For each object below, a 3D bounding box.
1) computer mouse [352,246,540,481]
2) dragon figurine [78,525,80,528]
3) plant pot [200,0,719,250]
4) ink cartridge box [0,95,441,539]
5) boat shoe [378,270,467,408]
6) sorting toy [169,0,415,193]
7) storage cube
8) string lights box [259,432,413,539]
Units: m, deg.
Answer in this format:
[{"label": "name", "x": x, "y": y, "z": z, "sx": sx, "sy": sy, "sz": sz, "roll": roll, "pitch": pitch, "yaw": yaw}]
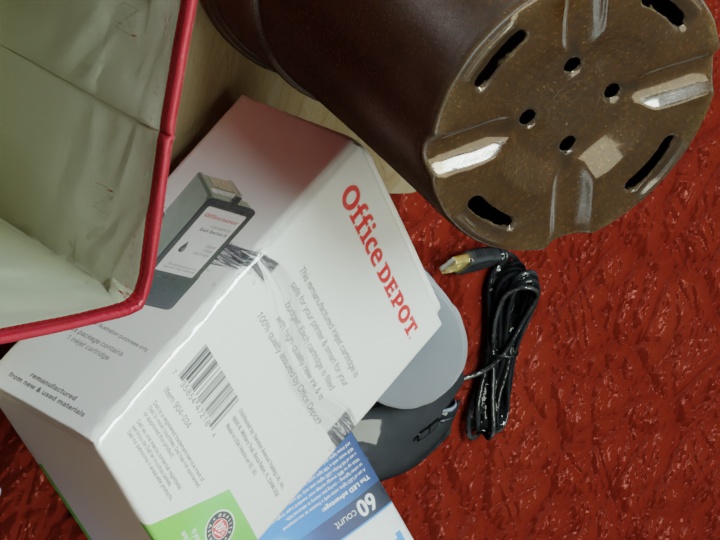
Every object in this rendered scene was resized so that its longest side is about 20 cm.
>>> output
[{"label": "computer mouse", "x": 0.040, "y": 0.060, "z": 1.684, "sx": 0.200, "sy": 0.046, "sz": 0.141, "roll": -11, "pitch": 122, "yaw": -44}, {"label": "dragon figurine", "x": -0.068, "y": 0.090, "z": 1.573, "sx": 0.200, "sy": 0.059, "sz": 0.100, "roll": -47, "pitch": 140, "yaw": -15}, {"label": "plant pot", "x": 0.053, "y": -0.125, "z": 1.313, "sx": 0.200, "sy": 0.198, "sz": 0.201, "roll": -19, "pitch": 133, "yaw": -21}, {"label": "ink cartridge box", "x": -0.067, "y": 0.038, "z": 1.387, "sx": 0.200, "sy": 0.084, "sz": 0.146, "roll": -49, "pitch": 140, "yaw": -21}, {"label": "boat shoe", "x": 0.000, "y": 0.000, "z": 1.587, "sx": 0.073, "sy": 0.065, "sz": 0.200, "roll": -29, "pitch": 136, "yaw": 0}, {"label": "sorting toy", "x": -0.036, "y": -0.144, "z": 1.453, "sx": 0.198, "sy": 0.070, "sz": 0.201, "roll": -3, "pitch": 114, "yaw": -45}, {"label": "storage cube", "x": -0.200, "y": -0.079, "z": 1.213, "sx": 0.200, "sy": 0.180, "sz": 0.171, "roll": -12, "pitch": 121, "yaw": -44}, {"label": "string lights box", "x": -0.064, "y": 0.092, "z": 1.499, "sx": 0.103, "sy": 0.059, "sz": 0.200, "roll": -34, "pitch": 104, "yaw": -23}]
